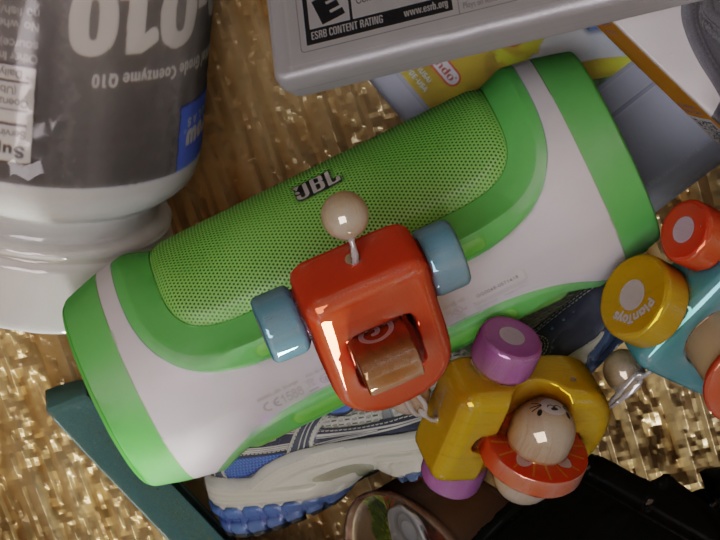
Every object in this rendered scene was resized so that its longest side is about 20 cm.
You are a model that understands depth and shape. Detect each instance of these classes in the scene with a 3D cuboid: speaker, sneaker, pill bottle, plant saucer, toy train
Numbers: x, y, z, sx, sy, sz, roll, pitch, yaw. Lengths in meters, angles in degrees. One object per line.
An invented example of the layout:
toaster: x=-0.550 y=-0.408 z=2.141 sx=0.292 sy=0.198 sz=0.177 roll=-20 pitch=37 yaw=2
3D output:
speaker: x=0.000 y=0.000 z=0.838 sx=0.199 sy=0.088 sz=0.089 roll=-26 pitch=104 yaw=2
sneaker: x=0.009 y=0.034 z=0.906 sx=0.199 sy=0.077 sz=0.086 roll=-24 pitch=94 yaw=29
pill bottle: x=-0.110 y=-0.087 z=0.870 sx=0.113 sy=0.114 sz=0.201 roll=10 pitch=113 yaw=7
plant saucer: x=-0.053 y=0.119 z=0.966 sx=0.019 sy=0.070 sz=0.200 roll=-44 pitch=98 yaw=-3
toy train: x=0.071 y=0.020 z=0.782 sx=0.199 sy=0.056 sz=0.151 roll=-20 pitch=138 yaw=-7

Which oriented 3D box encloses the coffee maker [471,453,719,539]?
coffee maker: x=0.128 y=0.186 z=0.815 sx=0.134 sy=0.192 sz=0.200 roll=-37 pitch=117 yaw=12

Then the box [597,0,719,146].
box: x=0.148 y=-0.104 z=0.826 sx=0.200 sy=0.041 sz=0.119 roll=42 pitch=91 yaw=-13

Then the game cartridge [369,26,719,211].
game cartridge: x=0.058 y=-0.106 z=0.874 sx=0.133 sy=0.040 sz=0.200 roll=-39 pitch=99 yaw=17

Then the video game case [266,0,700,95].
video game case: x=0.057 y=-0.165 z=0.801 sx=0.199 sy=0.022 sz=0.183 roll=-12 pitch=72 yaw=16

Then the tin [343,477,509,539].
tin: x=0.053 y=0.169 z=0.944 sx=0.112 sy=0.042 sz=0.201 roll=6 pitch=120 yaw=54
